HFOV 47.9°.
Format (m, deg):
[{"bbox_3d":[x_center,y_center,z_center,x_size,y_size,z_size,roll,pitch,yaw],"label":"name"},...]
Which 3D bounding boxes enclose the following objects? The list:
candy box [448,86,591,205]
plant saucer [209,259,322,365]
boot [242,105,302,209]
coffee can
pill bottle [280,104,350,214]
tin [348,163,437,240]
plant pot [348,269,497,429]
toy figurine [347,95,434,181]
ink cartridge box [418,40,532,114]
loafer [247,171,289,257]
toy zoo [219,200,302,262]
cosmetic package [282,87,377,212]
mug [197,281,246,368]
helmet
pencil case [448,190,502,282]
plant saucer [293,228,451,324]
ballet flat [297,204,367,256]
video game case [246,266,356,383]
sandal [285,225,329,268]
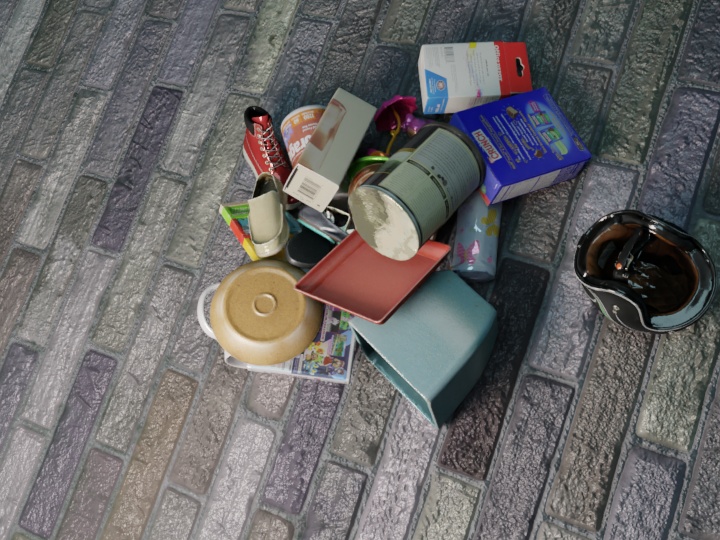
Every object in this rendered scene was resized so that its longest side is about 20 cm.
[{"bbox_3d":[0.278,-0.222,1.443,0.199,0.077,0.170,-18,66,-21],"label":"candy box"},{"bbox_3d":[-0.165,0.065,1.414,0.199,0.035,0.201,0,66,-1],"label":"plant saucer"},{"bbox_3d":[-0.175,-0.227,1.607,0.072,0.144,0.200,-26,66,-22],"label":"boot"},{"bbox_3d":[0.095,-0.134,1.356,0.146,0.147,0.200,30,57,24],"label":"coffee can"},{"bbox_3d":[-0.080,-0.214,1.591,0.112,0.112,0.201,-23,69,12],"label":"pill bottle"},{"bbox_3d":[0.060,-0.104,1.480,0.112,0.200,0.042,-35,26,15],"label":"tin"},{"bbox_3d":[0.128,0.117,1.394,0.200,0.197,0.196,-43,66,-10],"label":"plant pot"},{"bbox_3d":[0.089,-0.245,1.546,0.199,0.150,0.185,13,68,-1],"label":"toy figurine"},{"bbox_3d":[0.215,-0.366,1.535,0.199,0.067,0.117,-3,73,-4],"label":"ink cartridge box"},{"bbox_3d":[-0.178,-0.107,1.510,0.075,0.068,0.201,-21,44,14],"label":"loafer"},{"bbox_3d":[-0.173,-0.068,1.568,0.200,0.131,0.021,52,137,34],"label":"toy zoo"},{"bbox_3d":[-0.055,-0.221,1.479,0.087,0.103,0.201,29,57,-7],"label":"cosmetic package"},{"bbox_3d":[-0.206,0.081,1.517,0.199,0.148,0.176,6,67,-23],"label":"mug"},{"bbox_3d":[0.460,0.009,1.301,0.200,0.190,0.201,-40,33,32],"label":"helmet"},{"bbox_3d":[0.210,-0.078,1.471,0.091,0.083,0.201,-10,68,57],"label":"pencil case"},{"bbox_3d":[0.022,0.007,1.361,0.199,0.037,0.200,19,51,39],"label":"plant saucer"},{"bbox_3d":[-0.028,-0.067,1.489,0.200,0.073,0.073,37,90,18],"label":"ballet flat"},{"bbox_3d":[-0.094,0.092,1.435,0.181,0.023,0.201,7,66,3],"label":"video game case"},{"bbox_3d":[-0.095,-0.044,1.529,0.075,0.201,0.048,28,118,-1],"label":"sandal"}]
